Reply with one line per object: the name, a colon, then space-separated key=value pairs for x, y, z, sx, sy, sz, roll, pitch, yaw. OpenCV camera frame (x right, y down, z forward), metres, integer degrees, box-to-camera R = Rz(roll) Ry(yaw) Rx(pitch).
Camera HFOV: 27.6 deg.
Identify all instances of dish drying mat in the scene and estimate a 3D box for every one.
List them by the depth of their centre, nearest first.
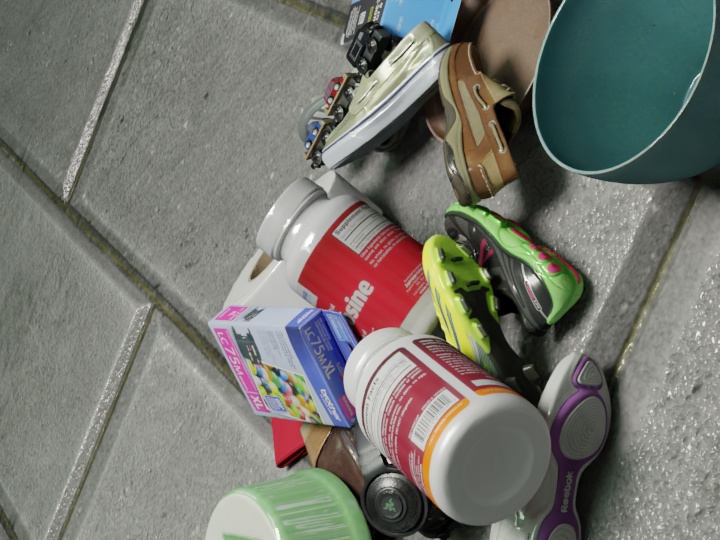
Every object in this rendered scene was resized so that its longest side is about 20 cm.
dish drying mat: x=-0.078 y=0.121 z=1.676 sx=0.077 sy=0.018 sz=0.202 roll=-41 pitch=43 yaw=38

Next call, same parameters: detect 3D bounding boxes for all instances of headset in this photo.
headset: x=0.064 y=0.206 z=1.344 sx=0.093 sy=0.123 sz=0.202 roll=-32 pitch=64 yaw=25

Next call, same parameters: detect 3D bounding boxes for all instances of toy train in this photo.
toy train: x=-0.019 y=-0.191 z=1.607 sx=0.046 sy=0.034 sz=0.201 roll=53 pitch=135 yaw=26

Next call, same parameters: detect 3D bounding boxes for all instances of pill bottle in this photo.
pill bottle: x=0.066 y=0.123 z=1.246 sx=0.200 sy=0.112 sz=0.114 roll=37 pitch=105 yaw=57
pill bottle: x=0.000 y=0.000 z=1.427 sx=0.199 sy=0.112 sz=0.113 roll=36 pitch=110 yaw=13

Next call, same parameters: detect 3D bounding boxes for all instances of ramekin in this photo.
ramekin: x=-0.077 y=0.303 z=1.465 sx=0.199 sy=0.097 sz=0.203 roll=2 pitch=93 yaw=56

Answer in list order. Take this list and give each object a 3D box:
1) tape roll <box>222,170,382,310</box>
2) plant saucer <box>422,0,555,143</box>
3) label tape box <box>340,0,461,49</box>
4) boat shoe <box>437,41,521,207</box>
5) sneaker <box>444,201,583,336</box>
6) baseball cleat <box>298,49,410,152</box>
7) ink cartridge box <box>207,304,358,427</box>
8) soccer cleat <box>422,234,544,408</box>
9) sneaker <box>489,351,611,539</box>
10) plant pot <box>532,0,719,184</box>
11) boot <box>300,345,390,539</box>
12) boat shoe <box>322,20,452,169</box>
tape roll: x=-0.065 y=-0.009 z=1.593 sx=0.203 sy=0.071 sz=0.203 roll=-50 pitch=12 yaw=14
plant saucer: x=0.137 y=-0.219 z=1.506 sx=0.199 sy=0.034 sz=0.203 roll=-29 pitch=53 yaw=46
label tape box: x=0.053 y=-0.318 z=1.610 sx=0.200 sy=0.063 sz=0.146 roll=-174 pitch=101 yaw=-71
boat shoe: x=0.120 y=-0.144 z=1.412 sx=0.073 sy=0.076 sz=0.202 roll=-15 pitch=47 yaw=16
sneaker: x=0.127 y=-0.004 z=1.377 sx=0.084 sy=0.076 sz=0.200 roll=-60 pitch=33 yaw=11
baseball cleat: x=-0.009 y=-0.168 z=1.667 sx=0.200 sy=0.069 sz=0.108 roll=-42 pitch=59 yaw=53
ink cartridge box: x=-0.064 y=0.095 z=1.464 sx=0.199 sy=0.120 sz=0.042 roll=-2 pitch=31 yaw=50
soccer cleat: x=0.099 y=0.066 z=1.326 sx=0.083 sy=0.064 sz=0.202 roll=-33 pitch=82 yaw=43
sneaker: x=0.152 y=0.165 z=1.259 sx=0.099 sy=0.074 sz=0.203 roll=10 pitch=83 yaw=56
plant pot: x=0.257 y=-0.156 z=1.203 sx=0.199 sy=0.134 sz=0.203 roll=-30 pitch=52 yaw=46
boot: x=0.028 y=0.153 z=1.479 sx=0.201 sy=0.072 sz=0.167 roll=-57 pitch=48 yaw=19
boat shoe: x=0.025 y=-0.183 z=1.550 sx=0.200 sy=0.072 sz=0.062 roll=-40 pitch=82 yaw=29
